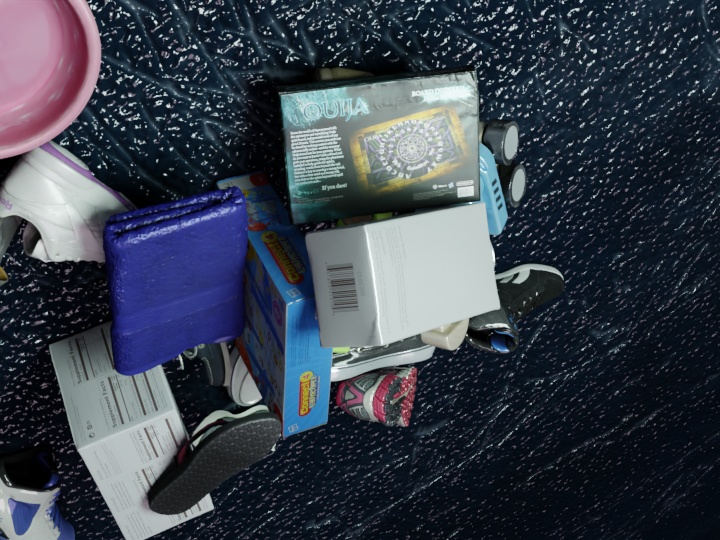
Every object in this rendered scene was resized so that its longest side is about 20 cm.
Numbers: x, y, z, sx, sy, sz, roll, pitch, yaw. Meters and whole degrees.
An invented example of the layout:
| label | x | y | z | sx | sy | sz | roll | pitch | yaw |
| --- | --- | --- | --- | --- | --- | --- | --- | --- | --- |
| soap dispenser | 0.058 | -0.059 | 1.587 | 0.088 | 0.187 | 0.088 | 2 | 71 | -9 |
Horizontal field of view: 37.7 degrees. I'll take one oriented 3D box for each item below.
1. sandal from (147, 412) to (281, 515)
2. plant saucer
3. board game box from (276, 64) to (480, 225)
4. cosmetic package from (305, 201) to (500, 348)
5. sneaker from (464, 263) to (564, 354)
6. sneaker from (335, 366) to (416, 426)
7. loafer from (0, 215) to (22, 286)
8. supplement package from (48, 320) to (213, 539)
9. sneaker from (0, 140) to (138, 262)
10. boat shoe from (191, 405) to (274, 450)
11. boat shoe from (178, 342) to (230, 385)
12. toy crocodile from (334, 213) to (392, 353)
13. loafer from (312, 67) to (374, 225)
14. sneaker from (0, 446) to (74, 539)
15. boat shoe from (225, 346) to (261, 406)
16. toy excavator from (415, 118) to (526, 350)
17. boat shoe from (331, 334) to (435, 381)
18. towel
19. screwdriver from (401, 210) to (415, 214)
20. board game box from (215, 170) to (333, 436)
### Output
| label | x | y | z | sx | sy | sz | roll | pitch | yaw |
| --- | --- | --- | --- | --- | --- | --- | --- | --- | --- |
| sandal | -0.163 | 0.197 | 1.130 | 0.074 | 0.046 | 0.199 | 24 | 129 | -38 |
| plant saucer | -0.320 | -0.187 | 0.884 | 0.197 | 0.051 | 0.202 | -16 | 137 | -15 |
| board game box | 0.021 | -0.124 | 1.042 | 0.196 | 0.028 | 0.138 | -7 | 114 | -8 |
| cosmetic package | 0.046 | 0.001 | 1.021 | 0.080 | 0.115 | 0.198 | -6 | -177 | 40 |
| sneaker | 0.198 | 0.058 | 1.374 | 0.197 | 0.113 | 0.074 | -6 | 135 | -25 |
| sneaker | 0.028 | 0.159 | 1.384 | 0.073 | 0.082 | 0.200 | 8 | 174 | 16 |
| loafer | -0.379 | 0.010 | 1.029 | 0.071 | 0.073 | 0.202 | 1 | 131 | -36 |
| supplement package | -0.258 | 0.179 | 1.197 | 0.109 | 0.157 | 0.202 | -21 | 138 | -12 |
| sneaker | -0.270 | -0.041 | 1.026 | 0.100 | 0.075 | 0.200 | -50 | 132 | -3 |
| boat shoe | -0.141 | 0.215 | 1.325 | 0.073 | 0.062 | 0.200 | -54 | 160 | 6 |
| boat shoe | -0.185 | 0.057 | 1.182 | 0.061 | 0.075 | 0.202 | -19 | 136 | -15 |
| toy crocodile | 0.000 | 0.000 | 1.211 | 0.067 | 0.061 | 0.203 | 14 | 96 | -46 |
| loafer | -0.003 | -0.124 | 1.105 | 0.066 | 0.077 | 0.202 | -11 | 137 | 0 |
| sneaker | -0.394 | 0.283 | 1.278 | 0.114 | 0.081 | 0.200 | -32 | 137 | 6 |
| boat shoe | -0.103 | 0.101 | 1.278 | 0.071 | 0.066 | 0.201 | 12 | 124 | -37 |
| toy excavator | 0.101 | -0.043 | 1.150 | 0.201 | 0.099 | 0.196 | -59 | 146 | -30 |
| boat shoe | 0.004 | 0.091 | 1.340 | 0.197 | 0.069 | 0.058 | -9 | 115 | -23 |
| towel | -0.183 | 0.009 | 1.045 | 0.146 | 0.050 | 0.202 | -19 | 143 | -25 |
| screwdriver | 0.064 | -0.024 | 1.245 | 0.028 | 0.029 | 0.201 | -28 | 153 | -8 |
| board game box | -0.093 | 0.035 | 1.118 | 0.055 | 0.197 | 0.202 | -15 | 136 | -21 |
